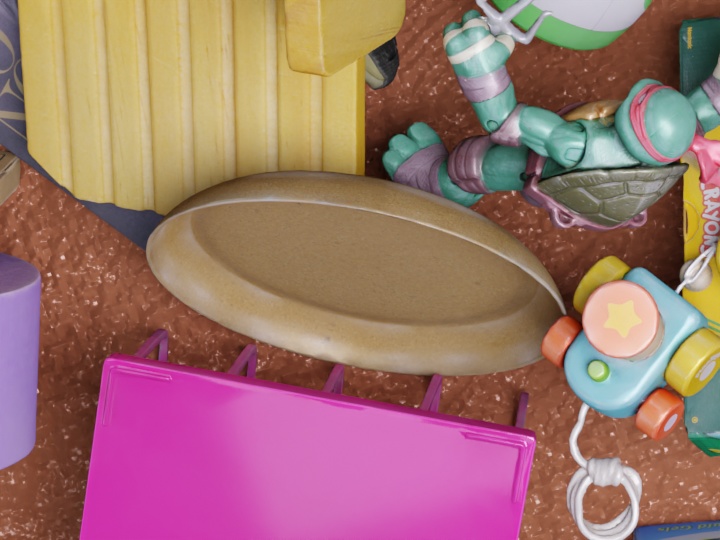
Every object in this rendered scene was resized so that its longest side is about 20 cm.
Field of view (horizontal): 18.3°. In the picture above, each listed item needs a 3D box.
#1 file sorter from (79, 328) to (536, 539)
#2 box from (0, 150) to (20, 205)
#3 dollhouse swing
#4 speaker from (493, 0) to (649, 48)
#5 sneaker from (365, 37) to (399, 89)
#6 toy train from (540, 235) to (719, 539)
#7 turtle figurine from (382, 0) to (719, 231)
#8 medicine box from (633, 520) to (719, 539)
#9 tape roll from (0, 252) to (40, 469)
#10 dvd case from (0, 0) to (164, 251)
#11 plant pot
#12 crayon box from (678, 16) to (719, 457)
[{"bbox_3d":[-0.023,0.113,1.083,0.199,0.125,0.140,10,102,4],"label":"file sorter"},{"bbox_3d":[-0.262,-0.033,1.042,0.163,0.200,0.021,9,109,4],"label":"box"},{"bbox_3d":[-0.096,-0.087,0.978,0.199,0.182,0.177,11,109,14],"label":"dollhouse swing"},{"bbox_3d":[0.128,-0.198,1.000,0.088,0.089,0.200,29,126,0],"label":"speaker"},{"bbox_3d":[-0.070,-0.143,1.082,0.200,0.077,0.089,39,114,3],"label":"sneaker"},{"bbox_3d":[0.171,0.042,0.960,0.199,0.056,0.151,-15,71,16],"label":"toy train"},{"bbox_3d":[0.098,-0.066,0.980,0.149,0.200,0.101,11,74,-24],"label":"turtle figurine"},{"bbox_3d":[0.222,0.187,1.035,0.181,0.200,0.103,-5,99,5],"label":"medicine box"},{"bbox_3d":[-0.251,0.039,1.053,0.199,0.200,0.085,5,99,4],"label":"tape roll"},{"bbox_3d":[-0.144,-0.115,1.080,0.200,0.016,0.149,37,125,0],"label":"dvd case"},{"bbox_3d":[0.000,0.000,1.044,0.199,0.200,0.028,10,69,3],"label":"plant pot"},{"bbox_3d":[0.210,-0.019,1.025,0.118,0.058,0.201,-4,73,19],"label":"crayon box"}]
